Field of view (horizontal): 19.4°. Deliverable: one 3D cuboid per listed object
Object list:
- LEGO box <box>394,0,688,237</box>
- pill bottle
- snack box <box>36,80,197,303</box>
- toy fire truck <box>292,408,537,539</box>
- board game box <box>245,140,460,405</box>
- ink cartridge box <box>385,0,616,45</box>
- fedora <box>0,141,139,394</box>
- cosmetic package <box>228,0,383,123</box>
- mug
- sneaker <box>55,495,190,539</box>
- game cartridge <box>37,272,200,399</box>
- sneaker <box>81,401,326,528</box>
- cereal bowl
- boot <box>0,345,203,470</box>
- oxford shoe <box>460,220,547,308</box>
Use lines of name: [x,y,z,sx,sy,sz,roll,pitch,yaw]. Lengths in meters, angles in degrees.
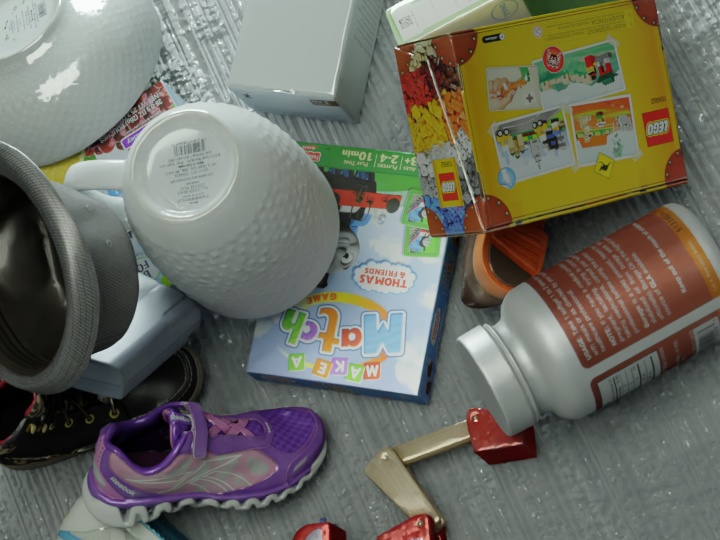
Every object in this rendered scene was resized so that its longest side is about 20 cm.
LEGO box: [0.140,-0.118,1.603,0.077,0.199,0.150,-3,99,59]
pill bottle: [0.178,0.041,1.589,0.199,0.112,0.112,-28,67,-6]
snack box: [-0.202,-0.034,1.778,0.200,0.068,0.169,-32,69,7]
toy fire truck: [0.038,0.187,1.644,0.199,0.049,0.142,-7,71,17]
board game box: [0.000,0.000,1.720,0.151,0.037,0.201,7,77,19]
ink cartridge box: [0.134,-0.203,1.678,0.199,0.146,0.048,-26,59,9]
fedora: [-0.234,-0.007,1.575,0.200,0.090,0.177,49,130,26]
cosmetic package: [-0.037,-0.232,1.784,0.101,0.074,0.201,8,78,20]
mug: [-0.133,-0.055,1.635,0.199,0.175,0.148,3,76,16]
sneaker: [-0.163,0.252,1.682,0.200,0.076,0.081,37,94,31]
game cartridge: [-0.244,0.028,1.676,0.199,0.041,0.133,24,41,18]
sneaker: [-0.123,0.139,1.661,0.199,0.089,0.081,-11,45,-12]
cereal bowl: [-0.273,-0.189,1.805,0.199,0.083,0.201,-19,47,21]
boot: [-0.238,0.107,1.698,0.199,0.151,0.073,-18,77,13]
oxford shoe: [0.120,-0.060,1.682,0.071,0.073,0.201,30,60,-14]
